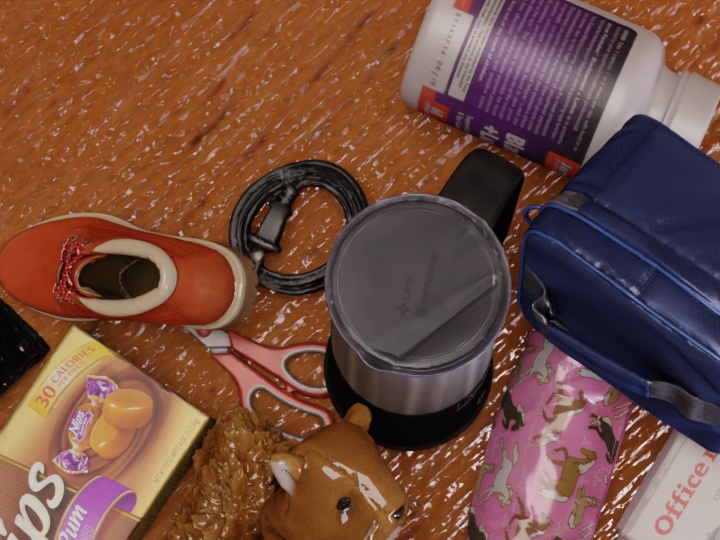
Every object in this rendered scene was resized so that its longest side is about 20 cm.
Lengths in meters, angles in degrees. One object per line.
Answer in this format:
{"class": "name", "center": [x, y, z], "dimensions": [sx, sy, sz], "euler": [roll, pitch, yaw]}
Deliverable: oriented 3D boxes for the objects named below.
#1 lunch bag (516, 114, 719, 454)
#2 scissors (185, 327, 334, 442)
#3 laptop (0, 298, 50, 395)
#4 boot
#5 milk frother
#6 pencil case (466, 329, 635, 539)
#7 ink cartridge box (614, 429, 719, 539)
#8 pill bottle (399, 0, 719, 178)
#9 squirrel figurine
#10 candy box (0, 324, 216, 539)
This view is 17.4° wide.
{"class": "lunch bag", "center": [0.187, 0.011, 1.470], "dimensions": [0.199, 0.136, 0.132], "euler": [34, 66, 19]}
{"class": "scissors", "center": [-0.101, 0.054, 1.615], "dimensions": [0.199, 0.014, 0.074], "euler": [25, 87, 5]}
{"class": "laptop", "center": [-0.350, 0.076, 1.630], "dimensions": [0.177, 0.103, 0.200], "euler": [42, 62, 6]}
{"class": "boot", "center": [-0.178, -0.002, 1.560], "dimensions": [0.199, 0.107, 0.076], "euler": [4, 90, 31]}
{"class": "milk frother", "center": [0.000, 0.000, 1.526], "dimensions": [0.198, 0.188, 0.182], "euler": [12, 71, 3]}
{"class": "pencil case", "center": [0.125, 0.139, 1.560], "dimensions": [0.082, 0.086, 0.202], "euler": [22, 83, -37]}
{"class": "ink cartridge box", "center": [0.286, 0.166, 1.545], "dimensions": [0.199, 0.085, 0.146], "euler": [31, 85, 9]}
{"class": "pill bottle", "center": [0.136, -0.124, 1.574], "dimensions": [0.199, 0.111, 0.112], "euler": [24, 85, 6]}
{"class": "squirrel figurine", "center": [-0.049, 0.169, 1.512], "dimensions": [0.199, 0.141, 0.188], "euler": [32, 130, 31]}
{"class": "candy box", "center": [-0.200, 0.152, 1.589], "dimensions": [0.116, 0.056, 0.201], "euler": [34, 85, 6]}
